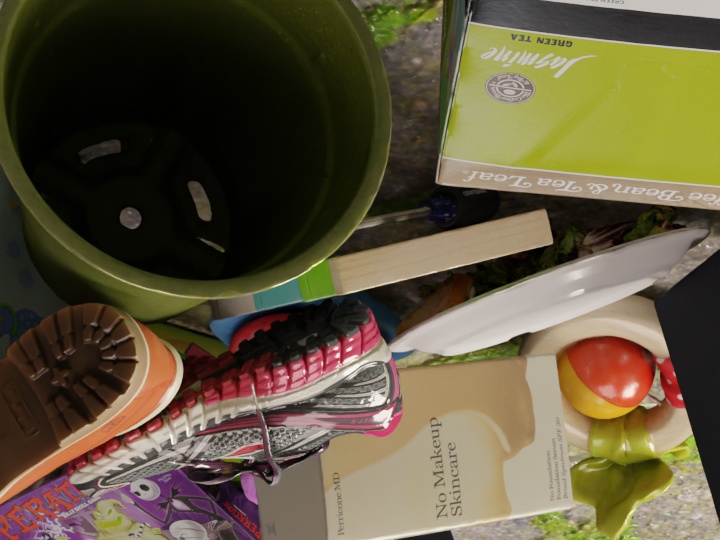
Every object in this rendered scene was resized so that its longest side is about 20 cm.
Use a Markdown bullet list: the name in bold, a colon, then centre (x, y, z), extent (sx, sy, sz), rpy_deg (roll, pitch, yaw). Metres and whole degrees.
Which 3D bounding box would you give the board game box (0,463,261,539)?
- **board game box**: centre (-0.165, 0.170, 1.268), extent (0.199, 0.032, 0.120), rpy_deg (-27, 115, 34)

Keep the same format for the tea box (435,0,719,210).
- **tea box**: centre (0.142, -0.135, 0.879), extent (0.198, 0.134, 0.197), rpy_deg (5, 147, -3)

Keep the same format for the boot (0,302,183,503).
- **boot**: centre (-0.184, 0.089, 1.018), extent (0.199, 0.075, 0.107), rpy_deg (-29, 169, 10)

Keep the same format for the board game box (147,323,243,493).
- **board game box**: centre (-0.164, 0.082, 1.283), extent (0.199, 0.102, 0.048), rpy_deg (18, 144, -22)

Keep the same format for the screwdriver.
- **screwdriver**: centre (0.029, -0.035, 1.060), extent (0.028, 0.029, 0.200), rpy_deg (-10, 177, 27)

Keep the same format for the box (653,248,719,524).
- **box**: centre (0.301, 0.082, 1.105), extent (0.197, 0.201, 0.123), rpy_deg (1, 152, -30)

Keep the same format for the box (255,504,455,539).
- **box**: centre (-0.062, 0.208, 1.382), extent (0.181, 0.105, 0.200), rpy_deg (-20, -179, 34)

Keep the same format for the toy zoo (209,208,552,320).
- **toy zoo**: centre (0.000, 0.000, 1.072), extent (0.130, 0.021, 0.200), rpy_deg (-13, 180, -27)

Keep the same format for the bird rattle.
- **bird rattle**: centre (0.182, 0.078, 1.257), extent (0.162, 0.113, 0.200), rpy_deg (30, 139, -10)

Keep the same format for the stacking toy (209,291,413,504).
- **stacking toy**: centre (-0.037, 0.115, 1.230), extent (0.109, 0.201, 0.116), rpy_deg (-24, 140, 38)

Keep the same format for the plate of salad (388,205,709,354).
- **plate of salad**: centre (0.107, 0.003, 1.131), extent (0.199, 0.048, 0.200), rpy_deg (-19, 171, -3)

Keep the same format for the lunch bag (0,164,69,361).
- **lunch bag**: centre (-0.227, 0.002, 1.086), extent (0.082, 0.162, 0.199), rpy_deg (-15, 162, 37)

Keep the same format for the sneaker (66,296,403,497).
- **sneaker**: centre (-0.073, 0.088, 1.076), extent (0.199, 0.081, 0.075), rpy_deg (-20, 111, 14)

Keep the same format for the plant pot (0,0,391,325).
- **plant pot**: centre (-0.104, -0.055, 1.006), extent (0.198, 0.202, 0.190), rpy_deg (11, 160, -13)

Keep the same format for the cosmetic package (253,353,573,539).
- **cosmetic package**: centre (0.033, 0.110, 1.190), extent (0.199, 0.106, 0.071), rpy_deg (-5, 176, -38)
